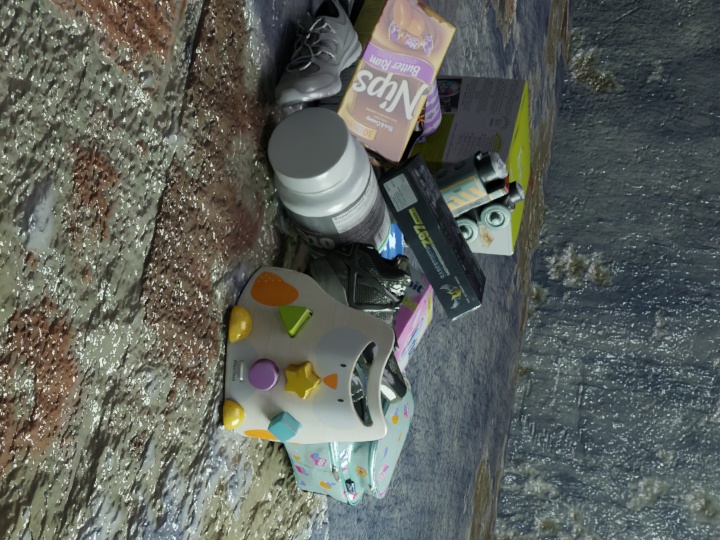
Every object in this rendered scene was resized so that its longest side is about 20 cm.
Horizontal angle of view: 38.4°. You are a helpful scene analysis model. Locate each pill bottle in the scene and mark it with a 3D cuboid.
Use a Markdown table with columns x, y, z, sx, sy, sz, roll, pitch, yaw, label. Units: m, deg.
| x | y | z | sx | sy | sz | roll | pitch | yaw | label |
| --- | --- | --- | --- | --- | --- | --- | --- | --- | --- |
| -0.036 | -0.093 | 1.205 | 0.201 | 0.112 | 0.114 | 65 | 36 | -59 | pill bottle |

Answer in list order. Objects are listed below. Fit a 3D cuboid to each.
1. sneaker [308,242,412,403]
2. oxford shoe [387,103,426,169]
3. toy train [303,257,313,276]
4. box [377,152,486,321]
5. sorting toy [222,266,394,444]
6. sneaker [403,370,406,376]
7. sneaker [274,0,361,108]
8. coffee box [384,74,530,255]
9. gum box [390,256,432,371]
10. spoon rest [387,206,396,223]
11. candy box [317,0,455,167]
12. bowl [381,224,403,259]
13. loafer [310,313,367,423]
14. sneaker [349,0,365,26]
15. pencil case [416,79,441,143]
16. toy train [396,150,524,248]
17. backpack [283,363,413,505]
| x | y | z | sx | sy | sz | roll | pitch | yaw | label |
| --- | --- | --- | --- | --- | --- | --- | --- | --- | --- |
| 0.029 | 0.055 | 1.213 | 0.201 | 0.113 | 0.076 | 64 | -1 | -10 | sneaker |
| 0.074 | -0.232 | 1.437 | 0.070 | 0.073 | 0.202 | -6 | 129 | -38 | oxford shoe |
| -0.040 | -0.020 | 1.336 | 0.201 | 0.045 | 0.034 | -63 | 168 | -45 | toy train |
| 0.096 | -0.048 | 1.347 | 0.202 | 0.051 | 0.158 | 62 | 15 | -7 | box |
| -0.050 | 0.110 | 1.129 | 0.107 | 0.177 | 0.203 | -22 | 118 | -70 | sorting toy |
| 0.040 | 0.157 | 1.603 | 0.077 | 0.079 | 0.202 | 59 | 40 | -61 | sneaker |
| -0.059 | -0.248 | 1.174 | 0.201 | 0.074 | 0.083 | -69 | 144 | -54 | sneaker |
| 0.164 | -0.171 | 1.663 | 0.201 | 0.195 | 0.202 | 77 | 25 | -48 | coffee box |
| 0.046 | 0.075 | 1.422 | 0.114 | 0.066 | 0.200 | -59 | 167 | -14 | gum box |
| 0.000 | 0.000 | 1.404 | 0.099 | 0.060 | 0.201 | 43 | 74 | -42 | spoon rest |
| 0.031 | -0.246 | 1.299 | 0.116 | 0.056 | 0.202 | 28 | 82 | -35 | candy box |
| 0.018 | 0.005 | 1.540 | 0.200 | 0.039 | 0.204 | 7 | 90 | -73 | bowl |
| -0.046 | 0.099 | 1.197 | 0.202 | 0.071 | 0.063 | 66 | -17 | 10 | loafer |
| 0.005 | -0.252 | 1.344 | 0.116 | 0.075 | 0.202 | -54 | 147 | -52 | sneaker |
| 0.069 | -0.286 | 1.513 | 0.201 | 0.084 | 0.085 | 76 | 11 | -49 | pencil case |
| 0.138 | -0.100 | 1.519 | 0.114 | 0.198 | 0.086 | 55 | 28 | -26 | toy train |
| -0.020 | 0.184 | 1.316 | 0.177 | 0.151 | 0.201 | -64 | 147 | -34 | backpack |
